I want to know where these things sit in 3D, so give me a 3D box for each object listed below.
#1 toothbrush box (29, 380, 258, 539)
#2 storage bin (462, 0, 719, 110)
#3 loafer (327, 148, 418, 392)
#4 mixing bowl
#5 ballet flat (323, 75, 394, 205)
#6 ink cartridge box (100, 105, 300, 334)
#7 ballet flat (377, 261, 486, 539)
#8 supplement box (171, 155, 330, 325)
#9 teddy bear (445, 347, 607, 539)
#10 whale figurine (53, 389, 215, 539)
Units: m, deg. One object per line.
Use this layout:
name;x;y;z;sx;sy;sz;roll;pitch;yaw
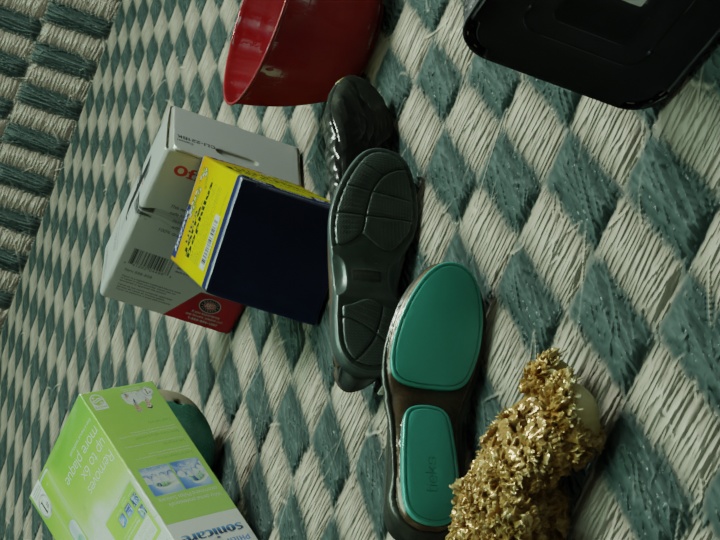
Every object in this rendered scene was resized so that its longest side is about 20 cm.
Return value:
toothbrush box;-0.196;0.223;1.714;0.200;0.086;0.146;52;130;27
storage bin;0.155;-0.199;1.082;0.200;0.135;0.094;126;156;-46
loafer;0.000;0.000;1.505;0.063;0.072;0.200;124;156;-58
mixing bowl;-0.046;-0.235;1.821;0.200;0.108;0.200;-161;90;-74
ballet flat;-0.009;-0.092;1.622;0.057;0.066;0.200;-51;27;41
ink cartridge box;-0.162;-0.050;1.940;0.084;0.144;0.200;-94;27;-51
ballet flat;0.040;0.092;1.284;0.068;0.068;0.200;120;162;-61
supplement box;-0.095;-0.031;1.766;0.200;0.109;0.110;-150;78;-73
teddy bear;0.079;0.137;1.105;0.145;0.067;0.200;-98;31;-61
whale figurine;-0.221;0.213;1.883;0.200;0.159;0.104;-55;48;19
